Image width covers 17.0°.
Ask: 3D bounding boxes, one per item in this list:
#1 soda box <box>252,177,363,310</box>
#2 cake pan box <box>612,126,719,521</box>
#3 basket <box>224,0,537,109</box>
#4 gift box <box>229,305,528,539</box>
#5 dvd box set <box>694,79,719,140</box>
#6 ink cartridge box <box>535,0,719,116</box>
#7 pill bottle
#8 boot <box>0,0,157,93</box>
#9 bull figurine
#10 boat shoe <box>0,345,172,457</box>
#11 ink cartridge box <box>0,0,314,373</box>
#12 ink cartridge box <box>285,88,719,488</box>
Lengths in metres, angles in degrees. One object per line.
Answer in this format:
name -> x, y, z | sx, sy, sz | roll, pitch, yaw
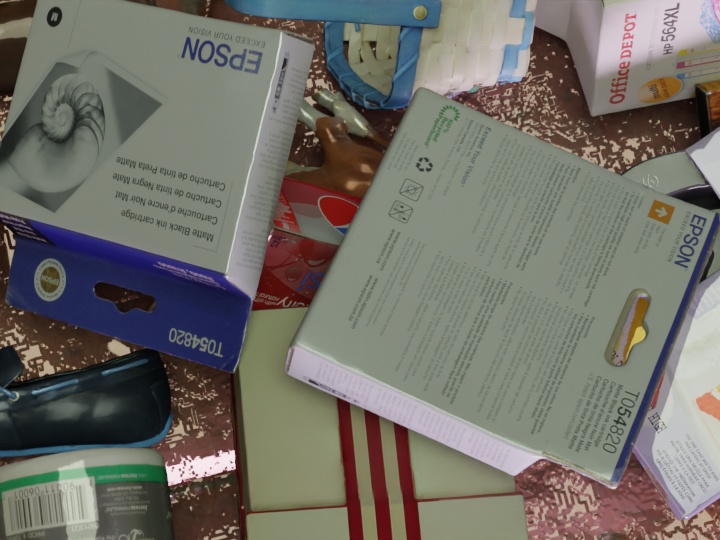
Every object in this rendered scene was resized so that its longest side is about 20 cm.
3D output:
soda box -> 0.000, 0.000, 1.483 | 0.199, 0.070, 0.064 | 15, 33, -34
cake pan box -> 0.220, 0.024, 1.495 | 0.184, 0.052, 0.201 | -32, 81, 0
basket -> 0.004, -0.173, 1.514 | 0.199, 0.176, 0.140 | 6, 104, -16
gift box -> 0.012, 0.140, 1.460 | 0.183, 0.200, 0.188 | -5, 64, -1
dvd box set -> 0.323, -0.067, 1.564 | 0.199, 0.029, 0.147 | -10, 106, -6
ink cartridge box -> 0.206, -0.194, 1.544 | 0.199, 0.129, 0.126 | -12, 60, -5
pill bottle -> -0.163, 0.215, 1.464 | 0.112, 0.113, 0.201 | -6, 80, -5
boot -> -0.179, -0.087, 1.522 | 0.186, 0.064, 0.201 | -33, 71, 1
bull figurine -> -0.060, -0.034, 1.543 | 0.199, 0.065, 0.122 | -29, 80, -8
boat shoe -> -0.220, 0.078, 1.509 | 0.199, 0.084, 0.069 | -3, 98, -18
ink cartridge box -> -0.134, -0.058, 1.429 | 0.199, 0.041, 0.201 | 14, 92, 35
ink cartridge box -> 0.085, 0.014, 1.392 | 0.199, 0.041, 0.200 | 24, 60, 6
